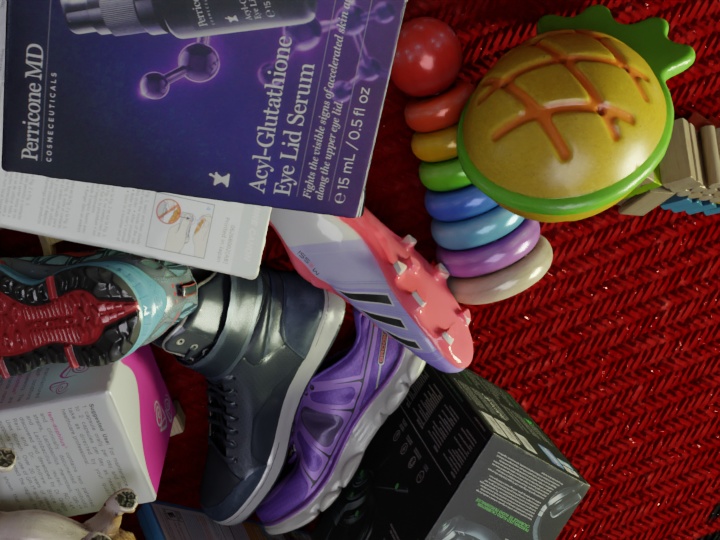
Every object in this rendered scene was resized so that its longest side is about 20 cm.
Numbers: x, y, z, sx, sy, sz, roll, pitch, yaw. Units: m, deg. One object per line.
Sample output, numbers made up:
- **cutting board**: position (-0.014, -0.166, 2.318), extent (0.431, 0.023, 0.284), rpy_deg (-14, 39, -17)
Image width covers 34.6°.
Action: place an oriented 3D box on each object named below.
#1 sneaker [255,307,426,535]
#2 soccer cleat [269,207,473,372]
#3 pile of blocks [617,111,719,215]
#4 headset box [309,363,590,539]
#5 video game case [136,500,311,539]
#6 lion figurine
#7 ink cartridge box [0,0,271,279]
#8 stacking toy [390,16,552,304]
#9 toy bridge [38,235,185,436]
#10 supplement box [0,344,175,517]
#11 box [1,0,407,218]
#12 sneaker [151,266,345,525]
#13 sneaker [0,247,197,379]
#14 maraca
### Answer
- **sneaker**: position (-0.027, 0.112, 0.899), extent (0.083, 0.081, 0.201), rpy_deg (32, 98, -4)
- **soccer cleat**: position (0.000, 0.000, 0.822), extent (0.200, 0.067, 0.076), rpy_deg (48, 121, 1)
- **pile of blocks**: position (0.234, -0.083, 0.859), extent (0.197, 0.082, 0.063), rpy_deg (5, 70, -21)
- **headset box**: position (0.054, 0.188, 0.863), extent (0.092, 0.174, 0.202), rpy_deg (29, 97, -19)
- **video game case**: position (-0.064, 0.242, 0.865), extent (0.199, 0.143, 0.018), rpy_deg (23, 110, -41)
- **lion figurine**: position (-0.219, 0.182, 0.768), extent (0.198, 0.073, 0.123), rpy_deg (26, 136, -7)
- **ink cartridge box**: position (-0.145, -0.095, 0.713), extent (0.197, 0.050, 0.165), rpy_deg (12, 94, -12)
- **stacking toy**: position (0.067, -0.080, 0.818), extent (0.084, 0.086, 0.202), rpy_deg (-23, 110, 2)
- **toy bridge**: position (-0.195, 0.051, 0.858), extent (0.066, 0.027, 0.202), rpy_deg (-19, 115, 2)
- **supplement box**: position (-0.243, 0.110, 0.815), extent (0.197, 0.102, 0.105), rpy_deg (-12, 121, 9)
- **box**: position (-0.084, -0.126, 0.615), extent (0.197, 0.105, 0.150), rpy_deg (6, 123, -10)
- **sneaker**: position (-0.111, 0.084, 0.834), extent (0.145, 0.077, 0.205), rpy_deg (16, 100, -40)
- **sneaker**: position (-0.188, 0.025, 0.771), extent (0.198, 0.095, 0.081), rpy_deg (2, 104, 36)
- **maraca**: position (0.142, -0.110, 0.760), extent (0.136, 0.201, 0.108), rpy_deg (21, 145, 21)
